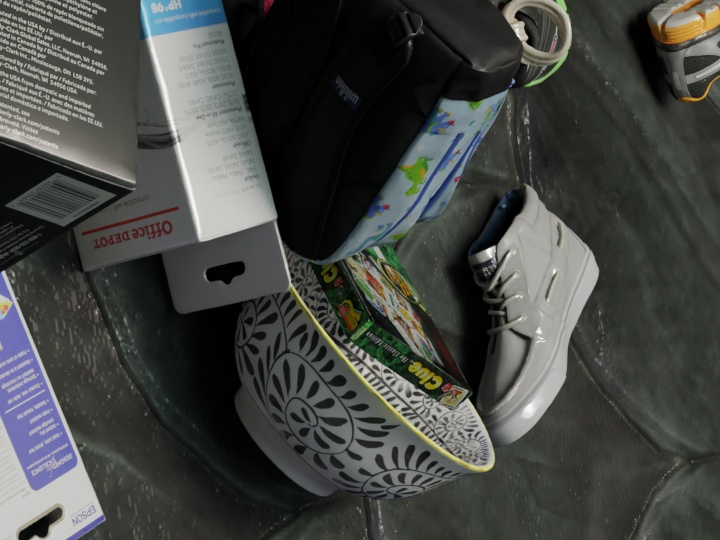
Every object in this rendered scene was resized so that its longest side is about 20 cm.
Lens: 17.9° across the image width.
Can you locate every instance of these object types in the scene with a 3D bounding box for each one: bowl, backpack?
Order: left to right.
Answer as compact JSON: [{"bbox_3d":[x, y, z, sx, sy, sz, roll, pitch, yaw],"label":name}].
[{"bbox_3d":[-0.016,0.079,1.430,0.201,0.094,0.201,44,12,-11],"label":"bowl"},{"bbox_3d":[0.002,-0.096,1.351,0.163,0.201,0.153,43,28,23],"label":"backpack"}]

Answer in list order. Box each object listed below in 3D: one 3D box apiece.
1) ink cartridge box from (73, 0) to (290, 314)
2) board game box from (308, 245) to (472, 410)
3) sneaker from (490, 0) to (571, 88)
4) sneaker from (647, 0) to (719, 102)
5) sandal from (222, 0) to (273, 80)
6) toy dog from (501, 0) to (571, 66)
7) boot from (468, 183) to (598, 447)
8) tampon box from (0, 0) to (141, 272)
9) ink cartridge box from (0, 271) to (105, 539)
[{"bbox_3d":[-0.122,-0.071,1.356,0.066,0.115,0.202,-17,93,-45],"label":"ink cartridge box"},{"bbox_3d":[0.000,0.000,1.457,0.105,0.023,0.200,33,19,-37],"label":"board game box"},{"bbox_3d":[0.092,-0.223,1.666,0.201,0.076,0.084,61,40,-16],"label":"sneaker"},{"bbox_3d":[0.303,-0.199,1.905,0.199,0.078,0.078,-26,113,-44],"label":"sneaker"},{"bbox_3d":[-0.056,-0.144,1.453,0.200,0.045,0.076,-23,99,-70],"label":"sandal"},{"bbox_3d":[0.048,-0.192,1.586,0.201,0.131,0.096,57,22,-9],"label":"toy dog"},{"bbox_3d":[0.104,0.028,1.630,0.096,0.073,0.201,47,41,-22],"label":"boot"},{"bbox_3d":[-0.208,-0.124,1.225,0.126,0.149,0.202,21,58,-37],"label":"tampon box"},{"bbox_3d":[-0.218,0.070,1.277,0.094,0.037,0.201,-31,101,-48],"label":"ink cartridge box"}]
